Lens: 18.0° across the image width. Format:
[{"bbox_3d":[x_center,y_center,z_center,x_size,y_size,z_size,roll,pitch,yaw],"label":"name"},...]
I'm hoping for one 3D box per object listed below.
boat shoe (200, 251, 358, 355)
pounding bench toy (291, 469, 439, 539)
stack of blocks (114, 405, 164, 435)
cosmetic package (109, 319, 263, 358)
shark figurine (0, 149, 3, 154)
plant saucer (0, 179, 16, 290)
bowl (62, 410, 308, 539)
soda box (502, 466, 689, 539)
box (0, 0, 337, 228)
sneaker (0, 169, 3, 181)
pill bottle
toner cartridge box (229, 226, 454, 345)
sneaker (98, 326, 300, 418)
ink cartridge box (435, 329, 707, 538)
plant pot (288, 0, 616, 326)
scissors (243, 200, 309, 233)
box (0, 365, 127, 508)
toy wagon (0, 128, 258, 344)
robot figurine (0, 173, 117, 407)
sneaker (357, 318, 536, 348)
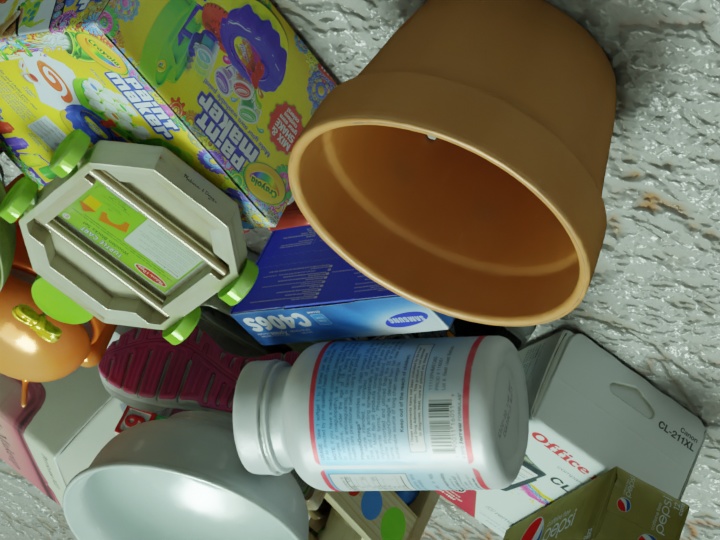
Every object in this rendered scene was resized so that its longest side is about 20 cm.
[{"bbox_3d":[-0.047,0.059,1.817,0.199,0.062,0.072,33,151,-11],"label":"boat shoe"},{"bbox_3d":[-0.037,0.214,1.921,0.123,0.201,0.156,-1,141,41],"label":"pounding bench toy"},{"bbox_3d":[-0.147,0.149,1.998,0.058,0.116,0.201,17,151,18],"label":"stack of blocks"},{"bbox_3d":[-0.159,0.044,1.868,0.199,0.083,0.051,30,151,-4],"label":"cosmetic package"},{"bbox_3d":[-0.301,-0.159,1.594,0.089,0.129,0.215,-6,139,37],"label":"shark figurine"},{"bbox_3d":[-0.298,-0.076,1.597,0.200,0.031,0.201,44,154,28],"label":"plant saucer"},{"bbox_3d":[-0.122,0.172,1.747,0.199,0.091,0.202,12,143,9],"label":"bowl"},{"bbox_3d":[0.168,0.214,1.714,0.067,0.064,0.200,28,152,-10],"label":"soda box"},{"bbox_3d":[-0.155,-0.132,1.528,0.192,0.123,0.200,-1,140,42],"label":"box"},{"bbox_3d":[-0.324,-0.024,1.892,0.080,0.087,0.200,8,147,34],"label":"sneaker"},{"bbox_3d":[0.014,0.104,1.631,0.198,0.109,0.109,-2,143,20],"label":"pill bottle"},{"bbox_3d":[0.000,0.000,1.645,0.199,0.095,0.043,-6,139,47],"label":"toner cartridge box"},{"bbox_3d":[-0.114,0.105,1.791,0.198,0.082,0.089,15,141,16],"label":"sneaker"},{"bbox_3d":[0.148,0.138,1.761,0.145,0.083,0.200,35,151,-14],"label":"ink cartridge box"},{"bbox_3d":[0.072,-0.081,1.400,0.199,0.141,0.201,21,152,12],"label":"plant pot"},{"bbox_3d":[-0.069,-0.034,1.588,0.073,0.199,0.014,11,109,47],"label":"scissors"},{"bbox_3d":[-0.286,0.107,1.998,0.199,0.109,0.128,34,156,27],"label":"box"},{"bbox_3d":[-0.167,-0.013,1.522,0.155,0.040,0.200,38,136,-18],"label":"toy wagon"},{"bbox_3d":[-0.237,-0.001,1.733,0.116,0.201,0.144,24,153,5],"label":"robot figurine"},{"bbox_3d":[0.060,0.059,1.711,0.078,0.078,0.199,39,148,-19],"label":"sneaker"}]
